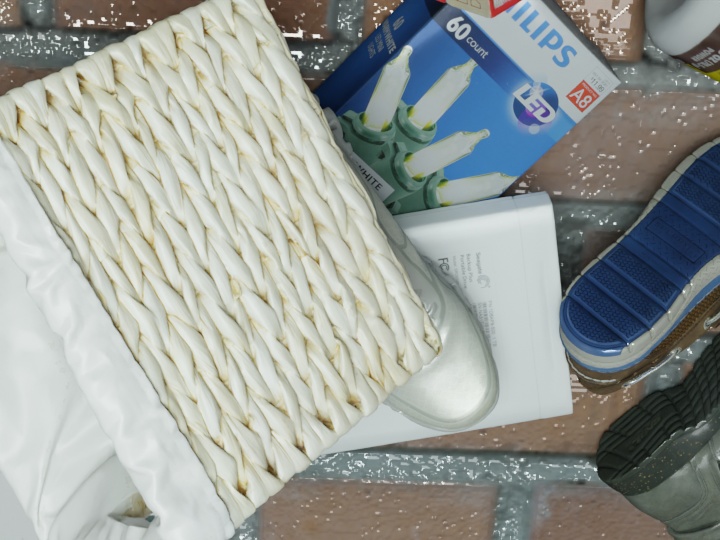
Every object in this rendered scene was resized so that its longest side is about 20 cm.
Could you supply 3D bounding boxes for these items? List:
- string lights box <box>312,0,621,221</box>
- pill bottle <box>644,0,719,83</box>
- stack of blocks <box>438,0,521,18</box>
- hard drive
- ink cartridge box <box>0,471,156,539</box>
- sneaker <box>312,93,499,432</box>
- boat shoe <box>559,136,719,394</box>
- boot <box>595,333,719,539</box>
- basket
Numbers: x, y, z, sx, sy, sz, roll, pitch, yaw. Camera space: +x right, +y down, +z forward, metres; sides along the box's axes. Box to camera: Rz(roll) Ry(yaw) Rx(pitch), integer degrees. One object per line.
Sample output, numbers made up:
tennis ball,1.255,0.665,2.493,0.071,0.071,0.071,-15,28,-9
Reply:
string lights box,0.031,-0.076,0.824,0.103,0.059,0.200,40,108,-22
pill bottle,0.255,-0.124,0.785,0.198,0.110,0.110,25,112,-13
stack of blocks,0.003,-0.201,0.685,0.058,0.199,0.116,-33,130,-28
hard drive,0.013,0.035,0.832,0.197,0.027,0.133,-10,117,0
ink cartridge box,-0.170,0.137,0.904,0.144,0.085,0.202,3,115,-3
sneaker,0.000,0.000,0.755,0.075,0.081,0.201,-37,95,1
boat shoe,0.187,-0.008,0.844,0.199,0.072,0.073,-36,149,-14
boot,0.253,0.102,0.923,0.200,0.068,0.130,-40,115,23
basket,-0.097,0.008,0.676,0.160,0.198,0.202,-32,97,-29
